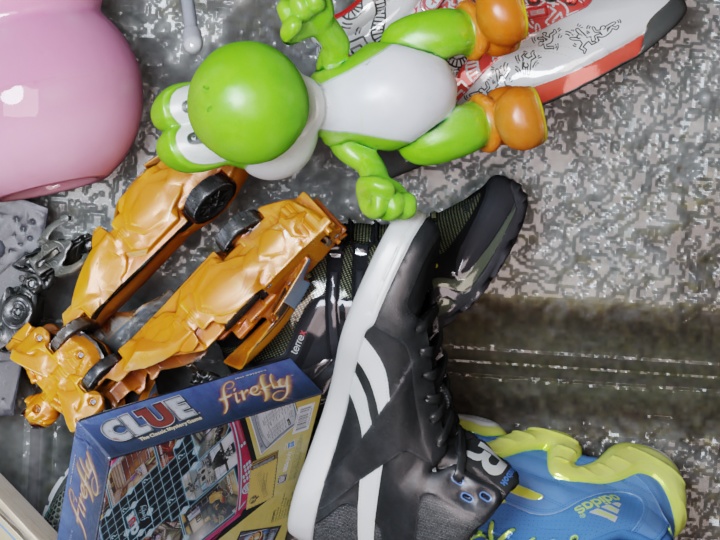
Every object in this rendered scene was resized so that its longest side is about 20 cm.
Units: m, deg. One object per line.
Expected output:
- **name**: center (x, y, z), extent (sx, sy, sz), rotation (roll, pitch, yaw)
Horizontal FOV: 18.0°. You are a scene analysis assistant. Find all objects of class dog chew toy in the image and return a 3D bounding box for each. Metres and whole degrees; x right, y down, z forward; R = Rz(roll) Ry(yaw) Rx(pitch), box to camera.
- **dog chew toy**: center (-0.190, -0.142, 1.240), extent (0.124, 0.125, 0.201), rotation (-13, 89, 2)

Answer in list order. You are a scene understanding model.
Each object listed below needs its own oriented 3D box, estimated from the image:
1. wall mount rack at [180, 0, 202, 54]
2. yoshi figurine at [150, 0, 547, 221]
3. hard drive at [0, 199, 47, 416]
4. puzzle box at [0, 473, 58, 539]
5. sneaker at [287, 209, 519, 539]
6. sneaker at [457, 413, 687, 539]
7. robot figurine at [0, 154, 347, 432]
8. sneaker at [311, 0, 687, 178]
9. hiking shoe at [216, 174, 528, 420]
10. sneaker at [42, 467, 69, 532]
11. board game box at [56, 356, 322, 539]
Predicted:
- **wall mount rack**: center (-0.054, -0.199, 1.228), extent (0.199, 0.075, 0.175), rotation (-21, 69, 3)
- **yoshi figurine**: center (-0.007, -0.088, 1.161), extent (0.199, 0.113, 0.112), rotation (-11, 137, -7)
- **hard drive**: center (-0.282, 0.003, 1.294), extent (0.199, 0.042, 0.136), rotation (10, 97, -1)
- **puzzle box**: center (-0.272, 0.129, 1.257), extent (0.200, 0.025, 0.133), rotation (44, 103, 9)
- **sneaker**: center (0.040, 0.071, 1.213), extent (0.111, 0.073, 0.201), rotation (20, 114, 7)
- **sneaker**: center (0.086, 0.136, 1.267), extent (0.199, 0.105, 0.076), rotation (-1, 119, 0)
- **robot figurine**: center (-0.108, 0.015, 1.245), extent (0.200, 0.058, 0.145), rotation (-45, 70, 8)
- **sneaker**: center (0.072, -0.139, 1.259), extent (0.201, 0.067, 0.108), rotation (-26, 98, 6)
- **hiking shoe**: center (0.000, 0.000, 1.273), extent (0.200, 0.076, 0.101), rotation (-39, 98, 6)
- **sneaker**: center (-0.170, 0.186, 1.290), extent (0.077, 0.091, 0.201), rotation (31, 96, -4)
- **board game box**: center (-0.101, 0.149, 1.232), extent (0.135, 0.035, 0.201), rotation (-15, 134, -36)
